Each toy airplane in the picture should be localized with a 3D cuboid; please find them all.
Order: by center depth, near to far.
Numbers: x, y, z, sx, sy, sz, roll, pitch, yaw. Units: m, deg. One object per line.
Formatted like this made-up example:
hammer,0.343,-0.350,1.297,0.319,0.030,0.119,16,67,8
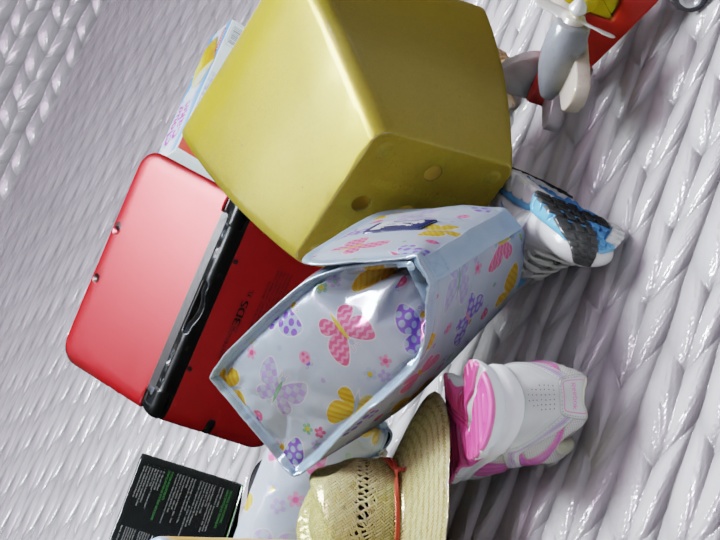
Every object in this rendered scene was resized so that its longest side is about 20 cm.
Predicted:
toy airplane,0.168,-0.214,1.452,0.200,0.141,0.200,-62,21,-9

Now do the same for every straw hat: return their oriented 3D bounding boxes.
straw hat,0.000,0.176,1.282,0.201,0.085,0.202,-171,90,-80

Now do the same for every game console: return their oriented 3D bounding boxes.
game console,-0.132,0.026,1.558,0.201,0.172,0.119,-66,28,7

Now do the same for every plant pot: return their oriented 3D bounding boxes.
plant pot,0.007,-0.103,1.429,0.200,0.199,0.177,-55,41,29

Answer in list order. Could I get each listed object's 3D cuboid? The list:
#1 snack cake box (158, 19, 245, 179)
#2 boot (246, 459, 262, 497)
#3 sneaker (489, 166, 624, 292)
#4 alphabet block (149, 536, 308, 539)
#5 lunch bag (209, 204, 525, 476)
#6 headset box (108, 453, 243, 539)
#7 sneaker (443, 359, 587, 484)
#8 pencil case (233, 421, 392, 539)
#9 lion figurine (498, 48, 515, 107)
snack cake box,-0.156,-0.187,2.182,0.067,0.115,0.201,-26,37,55
boot,-0.050,0.146,1.562,0.132,0.070,0.201,-40,23,51
sneaker,0.138,-0.017,1.369,0.087,0.075,0.200,-65,14,7
alphabet block,-0.077,0.289,1.150,0.196,0.199,0.196,-35,57,45
lunch bag,0.015,0.029,1.298,0.200,0.127,0.169,-41,-6,32
headset box,-0.172,0.280,1.519,0.200,0.092,0.175,104,-176,-60
sneaker,0.107,0.106,1.251,0.200,0.088,0.082,133,136,-80
pencil case,-0.047,0.194,1.418,0.083,0.090,0.201,-43,-25,-88
lion figurine,0.074,-0.159,1.690,0.123,0.072,0.200,-52,16,-2
